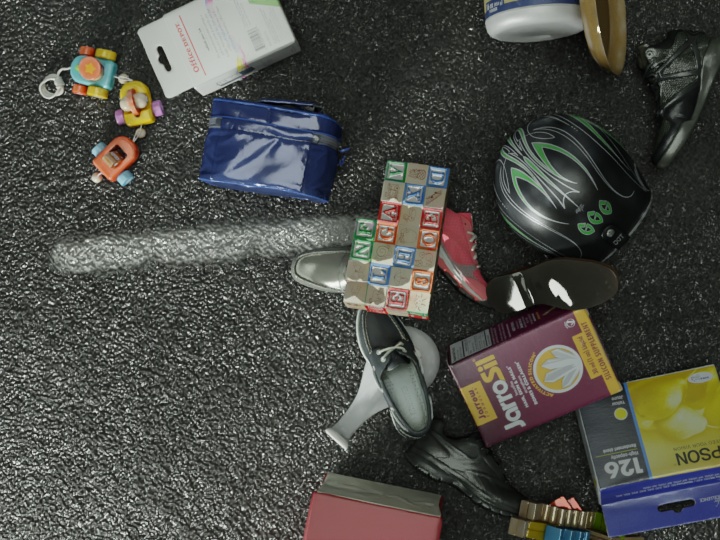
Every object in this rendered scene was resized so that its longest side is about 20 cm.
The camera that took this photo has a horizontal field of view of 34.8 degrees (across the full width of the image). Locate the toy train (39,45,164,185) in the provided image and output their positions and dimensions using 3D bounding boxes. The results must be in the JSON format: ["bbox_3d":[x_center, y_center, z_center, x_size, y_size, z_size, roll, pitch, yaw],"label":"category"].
[{"bbox_3d":[-0.373,-0.229,1.653,0.150,0.056,0.200,-39,87,3],"label":"toy train"}]

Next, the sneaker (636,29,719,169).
[{"bbox_3d":[0.417,-0.242,1.582,0.114,0.076,0.200,21,88,6],"label":"sneaker"}]

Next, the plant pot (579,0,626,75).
[{"bbox_3d":[0.322,-0.360,1.536,0.027,0.200,0.200,-3,89,24],"label":"plant pot"}]

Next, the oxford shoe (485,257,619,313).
[{"bbox_3d":[0.263,0.011,1.522,0.200,0.071,0.071,-5,105,46],"label":"oxford shoe"}]

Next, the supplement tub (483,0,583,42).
[{"bbox_3d":[0.236,-0.422,1.562,0.144,0.144,0.200,-4,89,5],"label":"supplement tub"}]

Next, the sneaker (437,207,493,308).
[{"bbox_3d":[0.135,-0.036,1.600,0.087,0.074,0.200,-41,86,2],"label":"sneaker"}]

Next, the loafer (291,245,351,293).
[{"bbox_3d":[0.000,0.000,1.612,0.200,0.070,0.070,2,89,5],"label":"loafer"}]

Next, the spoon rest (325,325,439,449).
[{"bbox_3d":[0.028,0.165,1.622,0.099,0.061,0.200,43,79,3],"label":"spoon rest"}]

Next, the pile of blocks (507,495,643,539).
[{"bbox_3d":[0.299,0.340,1.551,0.200,0.082,0.062,11,88,-17],"label":"pile of blocks"}]

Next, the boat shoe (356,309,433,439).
[{"bbox_3d":[0.051,0.132,1.568,0.076,0.060,0.200,-24,84,-8],"label":"boat shoe"}]

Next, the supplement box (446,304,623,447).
[{"bbox_3d":[0.233,0.131,1.560,0.200,0.103,0.131,-25,99,8],"label":"supplement box"}]

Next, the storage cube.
[{"bbox_3d":[0.010,0.387,1.555,0.200,0.171,0.180,12,90,5],"label":"storage cube"}]

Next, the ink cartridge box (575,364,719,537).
[{"bbox_3d":[0.406,0.240,1.549,0.197,0.047,0.200,-12,58,3],"label":"ink cartridge box"}]

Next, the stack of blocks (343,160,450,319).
[{"bbox_3d":[0.050,-0.043,1.549,0.115,0.059,0.200,9,81,7],"label":"stack of blocks"}]

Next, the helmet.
[{"bbox_3d":[0.272,-0.114,1.536,0.191,0.200,0.200,39,92,-7],"label":"helmet"}]

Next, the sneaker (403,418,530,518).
[{"bbox_3d":[0.163,0.276,1.597,0.200,0.076,0.091,30,82,0],"label":"sneaker"}]

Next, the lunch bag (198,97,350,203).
[{"bbox_3d":[-0.114,-0.172,1.590,0.200,0.136,0.132,8,90,4],"label":"lunch bag"}]

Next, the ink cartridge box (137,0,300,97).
[{"bbox_3d":[-0.200,-0.328,1.634,0.200,0.067,0.117,-24,88,3],"label":"ink cartridge box"}]
